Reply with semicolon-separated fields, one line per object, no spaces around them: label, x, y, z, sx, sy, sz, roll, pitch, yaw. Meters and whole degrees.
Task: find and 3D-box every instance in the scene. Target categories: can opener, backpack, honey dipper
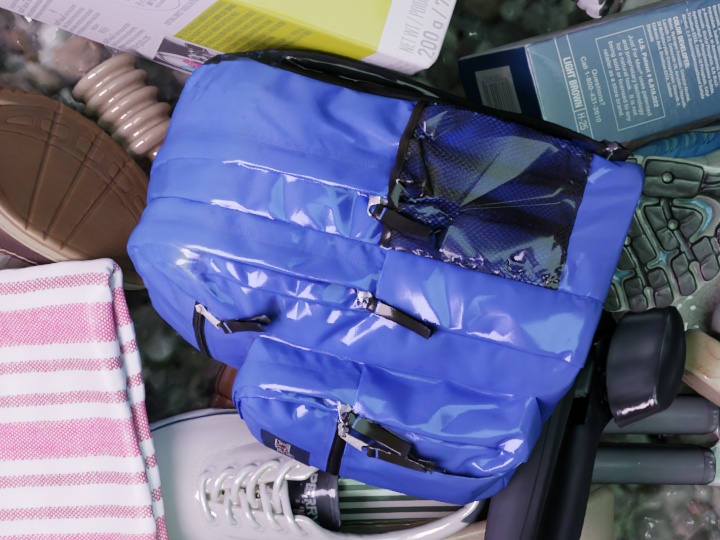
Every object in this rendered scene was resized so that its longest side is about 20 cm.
can opener;0.095;0.076;0.852;0.063;0.079;0.200;50;41;-16
backpack;0.000;0.000;0.767;0.200;0.163;0.168;19;72;3
can opener;0.174;0.089;0.949;0.200;0.066;0.053;3;90;-11
honey dipper;-0.068;-0.015;0.863;0.038;0.038;0.200;-34;83;-12

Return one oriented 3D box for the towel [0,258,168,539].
towel;-0.161;0.098;0.828;0.146;0.030;0.200;-8;94;21

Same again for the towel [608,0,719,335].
towel;0.166;-0.061;0.956;0.132;0.034;0.200;28;84;-13

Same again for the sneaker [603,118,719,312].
sneaker;0.171;-0.035;0.903;0.200;0.090;0.078;-14;100;6

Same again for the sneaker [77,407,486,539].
sneaker;-0.037;0.098;0.833;0.200;0.071;0.073;-7;90;-1

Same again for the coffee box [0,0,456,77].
coffee box;-0.058;-0.201;0.805;0.198;0.200;0.200;18;85;-15

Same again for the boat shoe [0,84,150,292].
boat shoe;-0.182;-0.045;0.845;0.200;0.072;0.072;28;56;-11

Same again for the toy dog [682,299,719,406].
toy dog;0.249;0.059;0.904;0.132;0.200;0.096;-41;140;11

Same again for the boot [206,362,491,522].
boot;0.035;0.026;0.909;0.186;0.064;0.200;26;82;-14

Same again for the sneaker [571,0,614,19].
sneaker;0.100;-0.173;0.864;0.080;0.200;0.074;28;104;-1

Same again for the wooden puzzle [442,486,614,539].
wooden puzzle;0.042;0.210;0.891;0.200;0.037;0.185;-14;118;-17

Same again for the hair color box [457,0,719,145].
hair color box;0.160;-0.105;0.884;0.200;0.100;0.061;-18;98;-14
